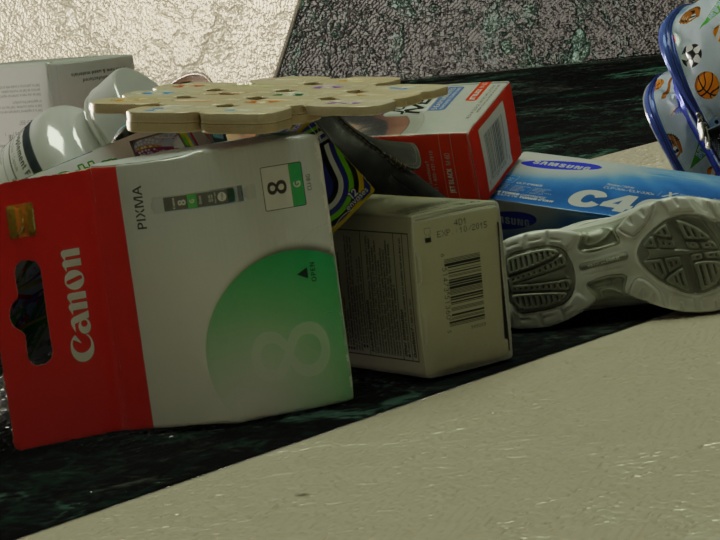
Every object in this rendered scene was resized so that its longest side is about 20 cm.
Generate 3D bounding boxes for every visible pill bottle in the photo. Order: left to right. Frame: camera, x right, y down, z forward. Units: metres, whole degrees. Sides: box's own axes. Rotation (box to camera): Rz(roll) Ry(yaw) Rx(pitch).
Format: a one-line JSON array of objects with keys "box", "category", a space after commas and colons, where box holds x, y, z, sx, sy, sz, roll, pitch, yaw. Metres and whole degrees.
[{"box": [-0.208, -0.045, 1.776, 0.200, 0.120, 0.120, -40, -2, 19], "category": "pill bottle"}]

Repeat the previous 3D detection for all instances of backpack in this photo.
[{"box": [0.315, -0.137, 1.997, 0.154, 0.191, 0.200, -21, 2, 24], "category": "backpack"}]

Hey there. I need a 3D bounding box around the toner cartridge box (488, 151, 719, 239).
[{"box": [0.185, -0.039, 1.787, 0.200, 0.043, 0.095, 9, 26, 28], "category": "toner cartridge box"}]

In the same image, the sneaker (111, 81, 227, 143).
[{"box": [-0.099, -0.039, 1.696, 0.079, 0.200, 0.096, 17, 48, 27], "category": "sneaker"}]

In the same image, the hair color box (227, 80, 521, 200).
[{"box": [0.004, -0.087, 1.824, 0.199, 0.064, 0.111, -3, 23, 21], "category": "hair color box"}]

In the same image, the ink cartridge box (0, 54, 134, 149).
[{"box": [-0.238, -0.060, 1.918, 0.145, 0.201, 0.087, 0, 8, 44], "category": "ink cartridge box"}]

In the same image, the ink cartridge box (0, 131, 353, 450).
[{"box": [-0.111, 0.012, 1.467, 0.200, 0.161, 0.050, -11, 7, -21], "category": "ink cartridge box"}]

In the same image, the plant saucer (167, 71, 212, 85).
[{"box": [-0.159, -0.061, 2.001, 0.032, 0.201, 0.200, 27, -8, -27], "category": "plant saucer"}]

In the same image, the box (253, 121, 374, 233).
[{"box": [-0.089, -0.005, 1.541, 0.200, 0.064, 0.070, -46, 18, -7], "category": "box"}]

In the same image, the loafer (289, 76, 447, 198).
[{"box": [0.010, -0.062, 1.722, 0.072, 0.200, 0.073, -49, 25, -20], "category": "loafer"}]

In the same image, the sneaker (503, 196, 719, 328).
[{"box": [0.181, -0.011, 1.672, 0.199, 0.078, 0.099, -5, 6, 10], "category": "sneaker"}]

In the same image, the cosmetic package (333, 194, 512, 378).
[{"box": [0.006, 0.006, 1.611, 0.071, 0.106, 0.200, -11, 11, -34], "category": "cosmetic package"}]

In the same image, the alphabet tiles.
[{"box": [-0.055, -0.101, 1.537, 0.195, 0.015, 0.200, 3, 11, 24], "category": "alphabet tiles"}]

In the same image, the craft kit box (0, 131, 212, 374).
[{"box": [-0.203, 0.000, 1.579, 0.197, 0.049, 0.200, -22, -19, -36], "category": "craft kit box"}]
